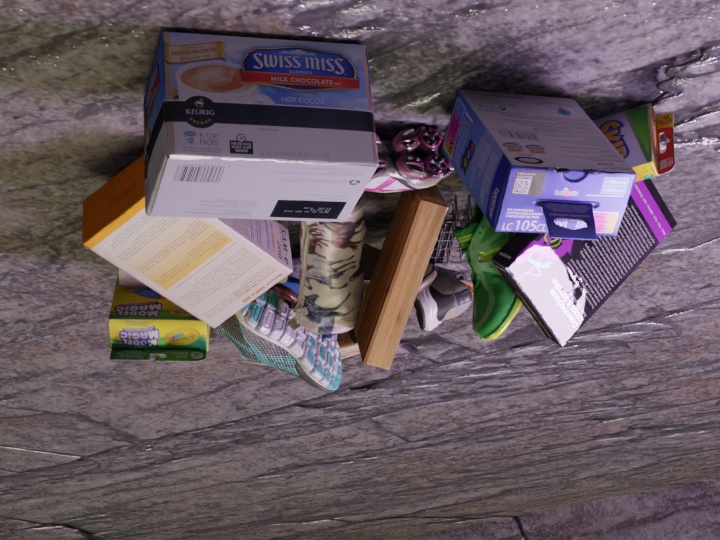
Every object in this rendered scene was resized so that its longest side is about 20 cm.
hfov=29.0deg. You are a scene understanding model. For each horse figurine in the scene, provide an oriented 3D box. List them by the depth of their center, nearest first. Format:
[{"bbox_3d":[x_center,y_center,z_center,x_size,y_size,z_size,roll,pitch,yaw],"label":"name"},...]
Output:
[{"bbox_3d":[-0.114,0.052,1.776,0.132,0.050,0.200,16,160,-9],"label":"horse figurine"}]

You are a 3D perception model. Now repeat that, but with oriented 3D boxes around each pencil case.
[{"bbox_3d":[-0.038,-0.013,1.606,0.089,0.078,0.200,-27,138,-31],"label":"pencil case"}]

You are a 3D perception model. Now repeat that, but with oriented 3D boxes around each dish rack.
[{"bbox_3d":[0.149,-0.050,1.694,0.199,0.055,0.153,-2,157,-3],"label":"dish rack"}]

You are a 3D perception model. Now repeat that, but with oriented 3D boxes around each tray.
[{"bbox_3d":[0.042,0.000,1.573,0.037,0.201,0.099,15,-162,-12],"label":"tray"}]

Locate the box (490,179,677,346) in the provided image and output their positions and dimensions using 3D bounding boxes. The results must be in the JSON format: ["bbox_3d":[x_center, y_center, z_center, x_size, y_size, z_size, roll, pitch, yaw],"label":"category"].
[{"bbox_3d":[0.250,-0.033,1.542,0.036,0.200,0.143,30,163,53],"label":"box"}]

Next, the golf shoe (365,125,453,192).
[{"bbox_3d":[0.000,-0.111,1.468,0.199,0.073,0.092,5,158,-26],"label":"golf shoe"}]

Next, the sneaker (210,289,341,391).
[{"bbox_3d":[-0.104,0.087,1.711,0.091,0.078,0.200,-20,131,36],"label":"sneaker"}]

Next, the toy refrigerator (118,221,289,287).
[{"bbox_3d":[-0.185,-0.029,1.635,0.199,0.076,0.070,-1,158,-10],"label":"toy refrigerator"}]

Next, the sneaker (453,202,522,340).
[{"bbox_3d":[0.141,-0.018,1.576,0.083,0.201,0.074,12,164,-23],"label":"sneaker"}]

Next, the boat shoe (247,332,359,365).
[{"bbox_3d":[-0.073,0.109,2.019,0.199,0.074,0.069,-7,154,6],"label":"boat shoe"}]

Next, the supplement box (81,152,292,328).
[{"bbox_3d":[-0.186,-0.037,1.510,0.126,0.074,0.200,-34,131,23],"label":"supplement box"}]

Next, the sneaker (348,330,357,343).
[{"bbox_3d":[0.030,0.037,1.892,0.079,0.078,0.200,-19,168,-17],"label":"sneaker"}]

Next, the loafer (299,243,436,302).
[{"bbox_3d":[0.000,0.000,1.705,0.200,0.068,0.076,-3,-153,34],"label":"loafer"}]

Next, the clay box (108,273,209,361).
[{"bbox_3d":[-0.235,0.041,1.654,0.115,0.200,0.048,0,116,-5],"label":"clay box"}]

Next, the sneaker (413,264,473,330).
[{"bbox_3d":[0.105,0.030,1.778,0.079,0.074,0.200,-16,-171,2],"label":"sneaker"}]

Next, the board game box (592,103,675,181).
[{"bbox_3d":[0.234,-0.117,1.478,0.199,0.096,0.030,-13,132,23],"label":"board game box"}]

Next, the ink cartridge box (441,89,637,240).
[{"bbox_3d":[0.177,-0.099,1.364,0.136,0.200,0.077,2,120,-18],"label":"ink cartridge box"}]

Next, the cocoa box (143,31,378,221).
[{"bbox_3d":[-0.098,-0.132,1.308,0.199,0.132,0.133,1,158,-16],"label":"cocoa box"}]

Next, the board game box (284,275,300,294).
[{"bbox_3d":[-0.152,0.025,1.840,0.158,0.039,0.200,14,150,-28],"label":"board game box"}]
